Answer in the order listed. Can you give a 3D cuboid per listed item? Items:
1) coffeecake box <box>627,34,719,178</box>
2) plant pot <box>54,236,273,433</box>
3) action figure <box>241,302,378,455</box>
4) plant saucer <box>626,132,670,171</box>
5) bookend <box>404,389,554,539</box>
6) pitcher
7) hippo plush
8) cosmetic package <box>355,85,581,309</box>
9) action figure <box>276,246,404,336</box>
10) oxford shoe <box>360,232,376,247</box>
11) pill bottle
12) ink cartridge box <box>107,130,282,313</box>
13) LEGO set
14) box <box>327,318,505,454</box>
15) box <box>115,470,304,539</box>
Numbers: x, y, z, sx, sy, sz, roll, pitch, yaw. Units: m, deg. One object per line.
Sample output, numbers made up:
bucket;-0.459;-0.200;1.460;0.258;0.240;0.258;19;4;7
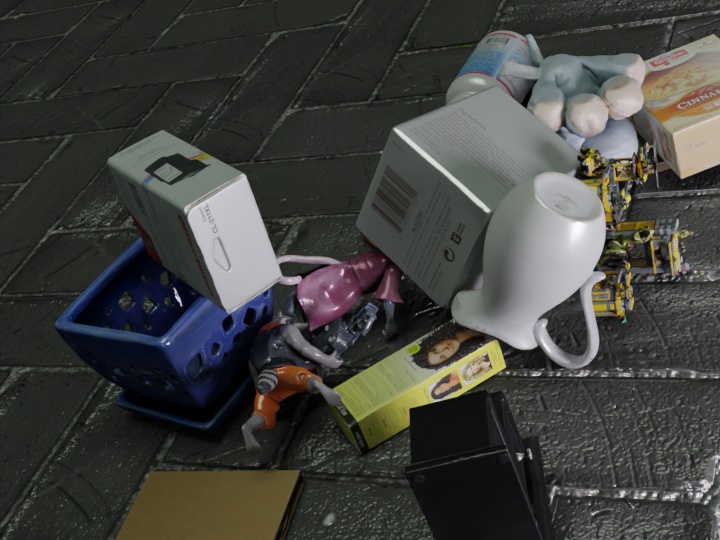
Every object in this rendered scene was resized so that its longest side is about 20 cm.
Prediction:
coffeecake box;0.450;-0.223;1.468;0.153;0.073;0.200;-22;34;1
plant pot;-0.221;0.080;1.373;0.200;0.180;0.200;8;43;36
action figure;-0.074;0.100;1.272;0.200;0.105;0.194;-45;25;13
plant saucer;0.398;-0.189;1.541;0.200;0.032;0.200;-15;34;11
bookend;0.113;0.176;1.045;0.092;0.199;0.200;-16;34;12
pitcher;0.207;0.006;1.199;0.171;0.200;0.121;30;41;9
hippo plush;0.279;-0.189;1.439;0.200;0.161;0.159;16;50;33
cosmetic package;0.135;-0.094;1.343;0.200;0.168;0.166;-28;61;-38
action figure;0.000;0.000;1.398;0.200;0.149;0.134;-25;30;5
oxford shoe;0.064;-0.063;1.510;0.071;0.073;0.200;-41;39;-25
pill bottle;0.197;-0.276;1.698;0.109;0.109;0.200;3;41;31
ink cartridge box;-0.190;-0.058;1.259;0.083;0.146;0.200;-33;37;-23
LEGO set;0.319;-0.046;1.267;0.116;0.200;0.154;-3;18;22
box;0.063;0.127;1.271;0.200;0.050;0.075;-31;35;-12
box;-0.174;0.286;1.206;0.200;0.021;0.164;-5;37;23
